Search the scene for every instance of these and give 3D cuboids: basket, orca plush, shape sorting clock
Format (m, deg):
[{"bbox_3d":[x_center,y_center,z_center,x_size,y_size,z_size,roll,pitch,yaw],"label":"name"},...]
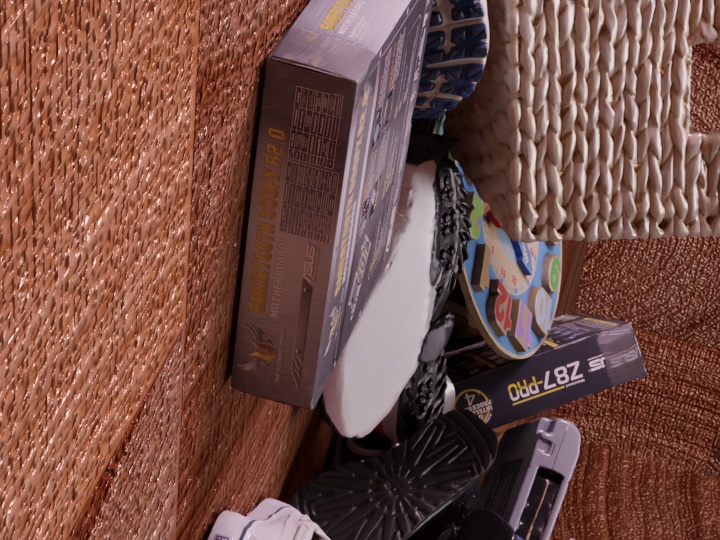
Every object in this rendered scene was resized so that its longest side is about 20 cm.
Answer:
[{"bbox_3d":[0.145,-0.135,1.250,0.200,0.159,0.200,-117,-158,-64],"label":"basket"},{"bbox_3d":[0.000,0.000,1.273,0.105,0.071,0.202,-13,117,-28],"label":"orca plush"},{"bbox_3d":[0.109,-0.036,1.479,0.200,0.039,0.202,6,83,-61],"label":"shape sorting clock"}]

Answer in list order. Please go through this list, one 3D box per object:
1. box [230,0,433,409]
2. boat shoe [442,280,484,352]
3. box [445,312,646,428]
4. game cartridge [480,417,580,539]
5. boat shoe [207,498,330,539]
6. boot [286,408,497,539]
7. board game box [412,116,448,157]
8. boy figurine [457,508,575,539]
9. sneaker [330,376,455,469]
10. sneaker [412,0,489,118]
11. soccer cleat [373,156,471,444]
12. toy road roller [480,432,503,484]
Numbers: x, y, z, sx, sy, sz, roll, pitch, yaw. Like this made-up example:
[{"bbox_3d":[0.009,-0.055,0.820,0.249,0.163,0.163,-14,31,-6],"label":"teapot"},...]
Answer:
[{"bbox_3d":[-0.013,-0.053,1.064,0.159,0.048,0.201,-61,163,-53],"label":"box"},{"bbox_3d":[0.049,0.018,1.542,0.200,0.072,0.073,18,57,-70],"label":"boat shoe"},{"bbox_3d":[0.121,0.080,1.596,0.200,0.160,0.049,-173,-117,-82],"label":"box"},{"bbox_3d":[0.100,0.209,1.498,0.133,0.041,0.201,127,-15,-76],"label":"game cartridge"},{"bbox_3d":[-0.045,0.177,1.190,0.200,0.065,0.074,11,94,-81],"label":"boat shoe"},{"bbox_3d":[0.014,0.182,1.399,0.164,0.066,0.200,-25,161,-14],"label":"boot"},{"bbox_3d":[0.062,-0.140,1.432,0.136,0.028,0.201,89,18,-62],"label":"board game box"},{"bbox_3d":[0.128,0.250,1.395,0.125,0.200,0.064,-52,-149,-10],"label":"boy figurine"},{"bbox_3d":[0.007,0.154,1.497,0.080,0.076,0.201,-32,140,-49],"label":"sneaker"},{"bbox_3d":[0.046,-0.179,1.144,0.085,0.076,0.201,-70,171,-52],"label":"sneaker"},{"bbox_3d":[0.024,0.016,1.353,0.068,0.073,0.202,-20,124,-48],"label":"soccer cleat"},{"bbox_3d":[0.058,0.171,1.639,0.200,0.122,0.147,-62,154,-51],"label":"toy road roller"}]
